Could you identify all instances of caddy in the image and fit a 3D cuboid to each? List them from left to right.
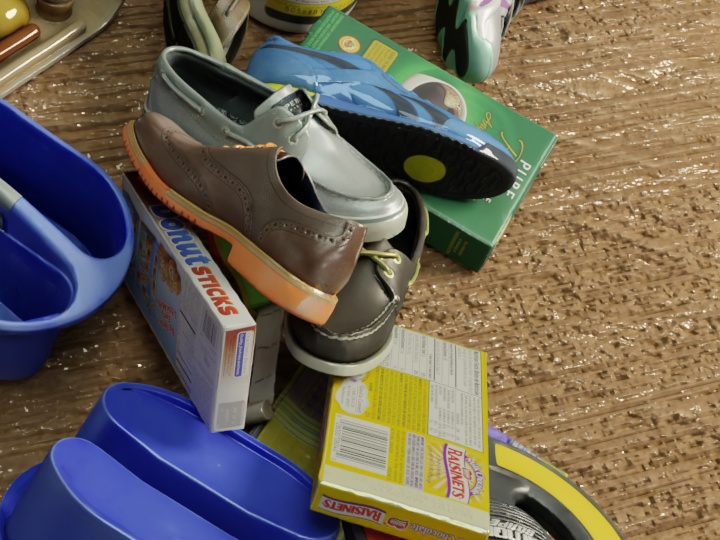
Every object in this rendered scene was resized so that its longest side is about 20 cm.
[{"bbox_3d":[-0.237,-0.030,0.999,0.199,0.105,0.142,33,53,6],"label":"caddy"},{"bbox_3d":[-0.109,0.160,0.928,0.199,0.105,0.141,31,30,5],"label":"caddy"}]

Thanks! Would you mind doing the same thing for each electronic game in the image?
[{"bbox_3d":[0.081,0.165,0.956,0.199,0.042,0.201,20,31,-13],"label":"electronic game"}]

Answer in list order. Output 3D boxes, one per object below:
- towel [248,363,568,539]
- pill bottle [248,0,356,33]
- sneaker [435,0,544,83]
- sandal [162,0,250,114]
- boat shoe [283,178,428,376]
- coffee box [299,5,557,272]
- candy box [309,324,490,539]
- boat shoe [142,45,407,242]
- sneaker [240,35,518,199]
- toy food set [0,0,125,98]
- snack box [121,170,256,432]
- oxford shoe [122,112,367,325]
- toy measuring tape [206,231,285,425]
[{"bbox_3d":[0.027,0.131,1.037,0.199,0.023,0.144,35,54,7],"label":"towel"},{"bbox_3d":[-0.031,-0.277,1.178,0.110,0.200,0.112,8,56,-12],"label":"pill bottle"},{"bbox_3d":[0.129,-0.226,1.270,0.139,0.078,0.201,5,57,-13],"label":"sneaker"},{"bbox_3d":[-0.104,-0.166,1.162,0.057,0.080,0.202,-10,70,-17],"label":"sandal"},{"bbox_3d":[0.000,0.000,1.042,0.071,0.061,0.201,19,27,3],"label":"boat shoe"},{"bbox_3d":[0.030,-0.096,1.174,0.199,0.044,0.123,29,55,4],"label":"coffee box"},{"bbox_3d":[0.027,0.093,0.980,0.102,0.027,0.200,19,27,-6],"label":"candy box"},{"bbox_3d":[-0.056,-0.085,1.037,0.200,0.072,0.070,27,40,20],"label":"boat shoe"},{"bbox_3d":[0.018,-0.112,1.114,0.199,0.066,0.079,18,54,-4],"label":"sneaker"},{"bbox_3d":[-0.278,-0.196,1.135,0.143,0.061,0.200,41,55,11],"label":"toy food set"},{"bbox_3d":[-0.111,0.014,0.988,0.024,0.072,0.200,-6,31,-24],"label":"snack box"},{"bbox_3d":[-0.070,-0.050,0.988,0.200,0.073,0.071,40,11,30],"label":"oxford shoe"},{"bbox_3d":[-0.071,0.002,1.058,0.073,0.074,0.201,13,52,-8],"label":"toy measuring tape"}]
